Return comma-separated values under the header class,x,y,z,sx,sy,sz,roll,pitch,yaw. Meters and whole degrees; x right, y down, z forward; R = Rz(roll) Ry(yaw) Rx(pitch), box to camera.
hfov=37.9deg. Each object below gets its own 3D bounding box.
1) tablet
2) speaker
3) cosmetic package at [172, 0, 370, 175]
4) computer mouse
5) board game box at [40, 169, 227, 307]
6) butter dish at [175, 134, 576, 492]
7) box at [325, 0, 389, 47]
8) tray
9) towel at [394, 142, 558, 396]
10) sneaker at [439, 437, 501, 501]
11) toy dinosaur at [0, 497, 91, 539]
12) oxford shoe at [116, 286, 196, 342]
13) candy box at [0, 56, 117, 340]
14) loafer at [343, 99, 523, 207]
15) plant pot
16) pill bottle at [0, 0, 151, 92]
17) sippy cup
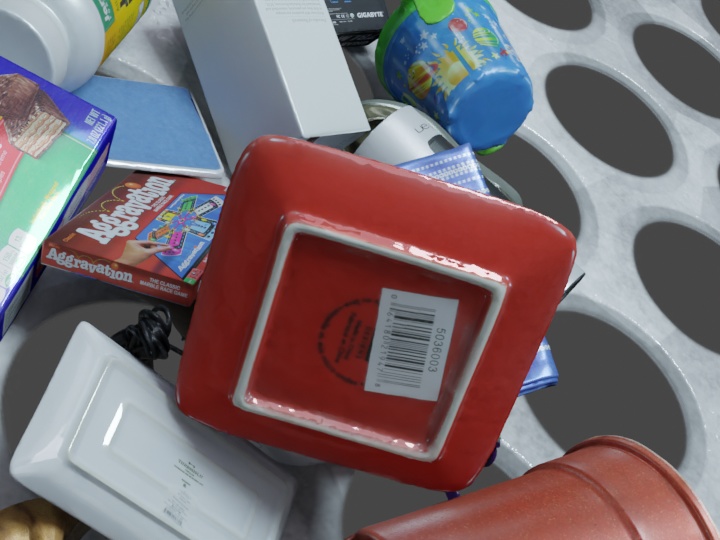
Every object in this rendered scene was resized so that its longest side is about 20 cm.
class,x,y,z,sx,sy,sz,roll,pitch,yaw
tablet,-0.217,-0.122,0.852,0.199,0.014,0.130,3,40,-29
speaker,0.081,-0.038,0.843,0.200,0.081,0.081,45,43,11
cosmetic package,-0.081,-0.184,0.901,0.081,0.113,0.201,-15,83,-41
computer mouse,-0.081,0.092,0.717,0.199,0.110,0.044,28,58,-21
board game box,-0.143,-0.032,0.761,0.102,0.020,0.200,15,21,2
butter dish,0.007,0.010,0.653,0.198,0.201,0.148,17,27,-4
box,-0.078,-0.321,1.049,0.199,0.050,0.200,-15,87,-38
tray,-0.112,0.126,0.645,0.200,0.022,0.108,43,48,-31
towel,0.049,0.011,0.771,0.144,0.024,0.201,-16,73,-9
sneaker,0.089,0.104,0.849,0.200,0.074,0.088,-42,112,-52
toy dinosaur,-0.182,0.155,0.616,0.199,0.061,0.106,-22,66,-43
oxford shoe,-0.112,0.034,0.758,0.199,0.085,0.073,22,24,15
candy box,-0.292,-0.073,0.702,0.199,0.077,0.170,27,61,-8
loafer,0.064,-0.086,0.974,0.199,0.075,0.070,30,39,-7
plant pot,0.095,0.219,0.657,0.194,0.201,0.202,-6,56,-26
pill bottle,-0.245,-0.208,0.834,0.112,0.113,0.200,28,35,-9
sippy cup,0.099,-0.189,1.024,0.177,0.140,0.131,11,34,-37
